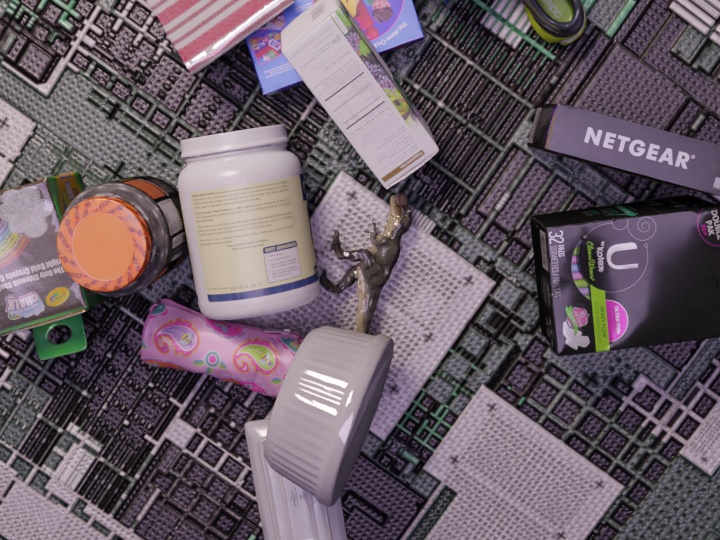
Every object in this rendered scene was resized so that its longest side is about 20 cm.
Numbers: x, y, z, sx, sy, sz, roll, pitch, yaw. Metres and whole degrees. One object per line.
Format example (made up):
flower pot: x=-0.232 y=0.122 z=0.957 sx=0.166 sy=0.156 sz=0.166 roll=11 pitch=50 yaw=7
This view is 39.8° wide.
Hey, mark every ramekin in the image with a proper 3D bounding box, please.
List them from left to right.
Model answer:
ramekin: x=-0.038 y=0.157 z=1.140 sx=0.093 sy=0.202 sz=0.205 roll=21 pitch=99 yaw=8

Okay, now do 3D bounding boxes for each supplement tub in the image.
supplement tub: x=-0.261 y=-0.040 z=1.114 sx=0.120 sy=0.200 sz=0.125 roll=0 pitch=98 yaw=3
supplement tub: x=-0.129 y=-0.056 z=1.135 sx=0.143 sy=0.145 sz=0.203 roll=-8 pitch=98 yaw=3

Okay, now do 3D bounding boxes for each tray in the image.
tray: x=-0.079 y=0.282 z=1.243 sx=0.106 sy=0.022 sz=0.203 roll=-9 pitch=98 yaw=3

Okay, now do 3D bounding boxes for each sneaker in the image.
sneaker: x=0.187 y=-0.342 z=1.113 sx=0.074 sy=0.081 sz=0.200 roll=-44 pitch=94 yaw=7

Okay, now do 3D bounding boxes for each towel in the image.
towel: x=-0.175 y=-0.334 z=1.120 sx=0.145 sy=0.030 sz=0.202 roll=-33 pitch=72 yaw=6

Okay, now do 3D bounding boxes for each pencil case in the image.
pencil case: x=-0.161 y=0.093 z=1.187 sx=0.197 sy=0.087 sz=0.089 roll=14 pitch=99 yaw=0

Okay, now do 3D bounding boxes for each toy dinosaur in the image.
toy dinosaur: x=0.000 y=0.000 z=1.189 sx=0.087 sy=0.048 sz=0.203 roll=16 pitch=102 yaw=-7

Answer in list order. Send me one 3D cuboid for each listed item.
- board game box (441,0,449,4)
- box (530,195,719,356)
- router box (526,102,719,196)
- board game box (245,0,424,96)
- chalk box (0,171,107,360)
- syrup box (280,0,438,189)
board game box: x=0.108 y=-0.406 z=1.086 sx=0.135 sy=0.034 sz=0.200 roll=40 pitch=82 yaw=14
box: x=0.305 y=0.003 z=1.136 sx=0.196 sy=0.124 sz=0.151 roll=-6 pitch=99 yaw=2
router box: x=0.293 y=-0.135 z=1.100 sx=0.197 sy=0.157 sz=0.053 roll=15 pitch=98 yaw=1
board game box: x=-0.040 y=-0.299 z=1.146 sx=0.197 sy=0.045 sz=0.136 roll=-18 pitch=97 yaw=5
chalk box: x=-0.372 y=0.000 z=1.165 sx=0.122 sy=0.124 sz=0.203 roll=-14 pitch=98 yaw=3
syrup box: x=0.000 y=-0.199 z=1.108 sx=0.081 sy=0.079 sz=0.200 roll=-34 pitch=116 yaw=13
